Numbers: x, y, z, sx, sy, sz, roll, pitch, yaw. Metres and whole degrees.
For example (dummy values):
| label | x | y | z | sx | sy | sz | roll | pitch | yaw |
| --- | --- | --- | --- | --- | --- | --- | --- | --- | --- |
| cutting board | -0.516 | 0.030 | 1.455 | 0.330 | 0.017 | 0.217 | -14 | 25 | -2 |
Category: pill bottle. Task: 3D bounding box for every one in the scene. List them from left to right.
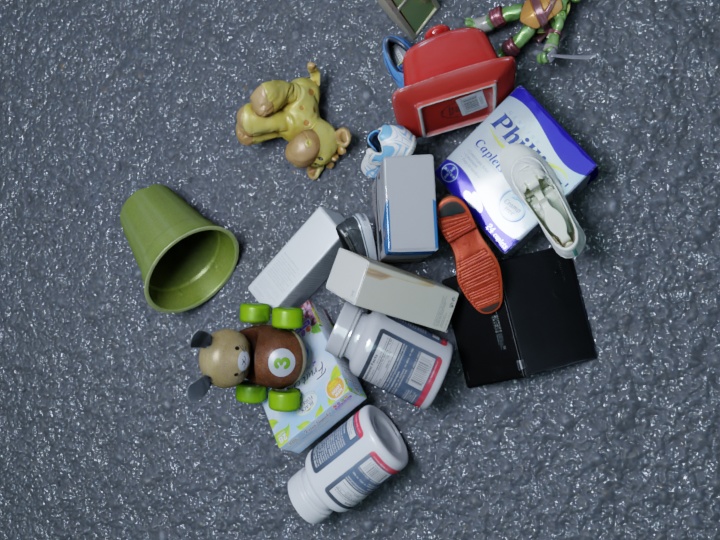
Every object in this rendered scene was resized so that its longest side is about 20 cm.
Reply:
| label | x | y | z | sx | sy | sz | roll | pitch | yaw |
| --- | --- | --- | --- | --- | --- | --- | --- | --- | --- |
| pill bottle | -0.026 | 0.339 | 1.255 | 0.199 | 0.119 | 0.121 | -40 | 75 | 14 |
| pill bottle | 0.046 | 0.135 | 1.219 | 0.196 | 0.120 | 0.122 | 26 | 96 | 2 |

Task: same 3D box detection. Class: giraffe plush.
| label | x | y | z | sx | sy | sz | roll | pitch | yaw |
| --- | --- | --- | --- | --- | --- | --- | --- | --- | --- |
| giraffe plush | -0.108 | -0.252 | 1.322 | 0.198 | 0.173 | 0.164 | -32 | 87 | -19 |

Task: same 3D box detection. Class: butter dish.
| label | x | y | z | sx | sy | sz | roll | pitch | yaw |
| --- | --- | --- | --- | --- | --- | --- | --- | --- | --- |
| butter dish | 0.139 | -0.320 | 1.167 | 0.194 | 0.200 | 0.152 | -14 | 77 | 7 |

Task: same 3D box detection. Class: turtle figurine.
| label | x | y | z | sx | sy | sz | roll | pitch | yaw |
| --- | --- | --- | --- | --- | --- | --- | --- | --- | --- |
| turtle figurine | 0.260 | -0.402 | 1.164 | 0.191 | 0.144 | 0.203 | -24 | 36 | 35 |

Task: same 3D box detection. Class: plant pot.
| label | x | y | z | sx | sy | sz | roll | pitch | yaw |
| --- | --- | --- | --- | --- | --- | --- | --- | --- | --- |
| plant pot | -0.362 | -0.058 | 1.387 | 0.201 | 0.199 | 0.190 | -51 | 60 | 11 |

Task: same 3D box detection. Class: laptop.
| label | x | y | z | sx | sy | sz | roll | pitch | yaw |
| --- | --- | --- | --- | --- | --- | --- | --- | --- | --- |
| laptop | 0.262 | 0.080 | 1.226 | 0.198 | 0.114 | 0.193 | -22 | 78 | 47 |

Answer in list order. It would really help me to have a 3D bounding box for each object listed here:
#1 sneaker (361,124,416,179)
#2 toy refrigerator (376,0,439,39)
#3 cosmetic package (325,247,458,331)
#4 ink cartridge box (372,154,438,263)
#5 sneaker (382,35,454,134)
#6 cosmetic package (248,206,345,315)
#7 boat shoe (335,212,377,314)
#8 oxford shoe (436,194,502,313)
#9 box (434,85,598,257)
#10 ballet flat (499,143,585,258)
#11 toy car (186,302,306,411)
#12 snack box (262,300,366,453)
| label | x | y | z | sx | sy | sz | roll | pitch | yaw |
| --- | --- | --- | --- | --- | --- | --- | --- | --- | --- |
| sneaker | 0.035 | -0.206 | 1.234 | 0.072 | 0.200 | 0.073 | 33 | 79 | -12 |
| toy refrigerator | 0.069 | -0.466 | 1.221 | 0.070 | 0.199 | 0.076 | 45 | 101 | 16 |
| cosmetic package | 0.054 | 0.032 | 1.196 | 0.105 | 0.197 | 0.073 | 26 | 96 | 54 |
| ink cartridge box | 0.069 | -0.093 | 1.197 | 0.082 | 0.200 | 0.149 | -2 | 85 | -4 |
| sneaker | 0.100 | -0.324 | 1.270 | 0.065 | 0.078 | 0.202 | -36 | 78 | 13 |
| cosmetic package | -0.099 | -0.013 | 1.316 | 0.200 | 0.101 | 0.071 | -46 | 73 | 12 |
| boat shoe | 0.000 | 0.000 | 1.257 | 0.055 | 0.069 | 0.205 | -20 | 117 | -16 |
| oxford shoe | 0.178 | -0.030 | 1.168 | 0.069 | 0.073 | 0.204 | -19 | 104 | 11 |
| box | 0.253 | -0.159 | 1.190 | 0.200 | 0.105 | 0.185 | -44 | 75 | 12 |
| ballet flat | 0.273 | -0.111 | 1.092 | 0.069 | 0.069 | 0.203 | -33 | 78 | 15 |
| toy car | -0.198 | 0.144 | 1.183 | 0.155 | 0.198 | 0.170 | 4 | 92 | 37 |
| snack box | -0.101 | 0.187 | 1.292 | 0.168 | 0.067 | 0.202 | -40 | 55 | 14 |
